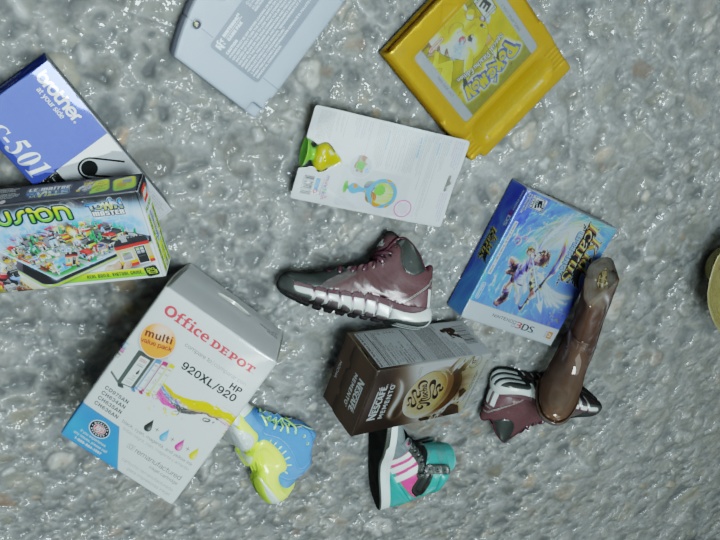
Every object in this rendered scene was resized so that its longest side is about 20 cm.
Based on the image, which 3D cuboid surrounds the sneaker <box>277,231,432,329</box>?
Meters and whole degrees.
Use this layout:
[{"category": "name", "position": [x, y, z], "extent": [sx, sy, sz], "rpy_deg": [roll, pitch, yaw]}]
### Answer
[{"category": "sneaker", "position": [0.000, 0.000, 0.989], "extent": [0.200, 0.076, 0.116], "rpy_deg": [14, 79, -12]}]

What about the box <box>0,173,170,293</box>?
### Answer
[{"category": "box", "position": [-0.309, -0.036, 0.801], "extent": [0.199, 0.035, 0.110], "rpy_deg": [-6, 129, 2]}]

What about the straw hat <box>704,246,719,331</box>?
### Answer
[{"category": "straw hat", "position": [0.604, 0.004, 1.250], "extent": [0.201, 0.085, 0.202], "rpy_deg": [-7, 111, -19]}]

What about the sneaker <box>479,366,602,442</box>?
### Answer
[{"category": "sneaker", "position": [0.272, 0.222, 1.223], "extent": [0.200, 0.076, 0.116], "rpy_deg": [15, 113, -18]}]

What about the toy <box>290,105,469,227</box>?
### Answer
[{"category": "toy", "position": [0.020, -0.128, 0.946], "extent": [0.200, 0.047, 0.115], "rpy_deg": [8, 114, -23]}]

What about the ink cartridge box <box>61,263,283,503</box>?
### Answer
[{"category": "ink cartridge box", "position": [-0.204, 0.120, 0.884], "extent": [0.147, 0.145, 0.200], "rpy_deg": [36, 96, -9]}]

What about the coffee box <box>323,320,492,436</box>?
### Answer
[{"category": "coffee box", "position": [0.064, 0.140, 1.044], "extent": [0.200, 0.080, 0.113], "rpy_deg": [-4, 127, -36]}]

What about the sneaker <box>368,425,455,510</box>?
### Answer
[{"category": "sneaker", "position": [0.079, 0.262, 1.139], "extent": [0.120, 0.084, 0.200], "rpy_deg": [-8, 125, -15]}]

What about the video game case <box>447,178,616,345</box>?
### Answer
[{"category": "video game case", "position": [0.245, -0.006, 1.108], "extent": [0.181, 0.045, 0.200], "rpy_deg": [18, 106, -31]}]

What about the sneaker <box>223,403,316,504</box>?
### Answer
[{"category": "sneaker", "position": [-0.124, 0.213, 1.045], "extent": [0.105, 0.076, 0.200], "rpy_deg": [-35, 125, -27]}]

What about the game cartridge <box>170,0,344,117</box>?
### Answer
[{"category": "game cartridge", "position": [-0.104, -0.280, 0.824], "extent": [0.133, 0.040, 0.200], "rpy_deg": [34, 97, -36]}]

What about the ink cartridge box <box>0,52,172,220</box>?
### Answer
[{"category": "ink cartridge box", "position": [-0.296, -0.113, 0.812], "extent": [0.094, 0.044, 0.200], "rpy_deg": [-37, 124, -5]}]

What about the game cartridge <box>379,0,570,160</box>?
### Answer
[{"category": "game cartridge", "position": [0.145, -0.256, 0.949], "extent": [0.176, 0.032, 0.200], "rpy_deg": [-46, 122, 3]}]

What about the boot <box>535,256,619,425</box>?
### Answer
[{"category": "boot", "position": [0.309, 0.098, 1.100], "extent": [0.064, 0.187, 0.200], "rpy_deg": [19, 142, 12]}]
